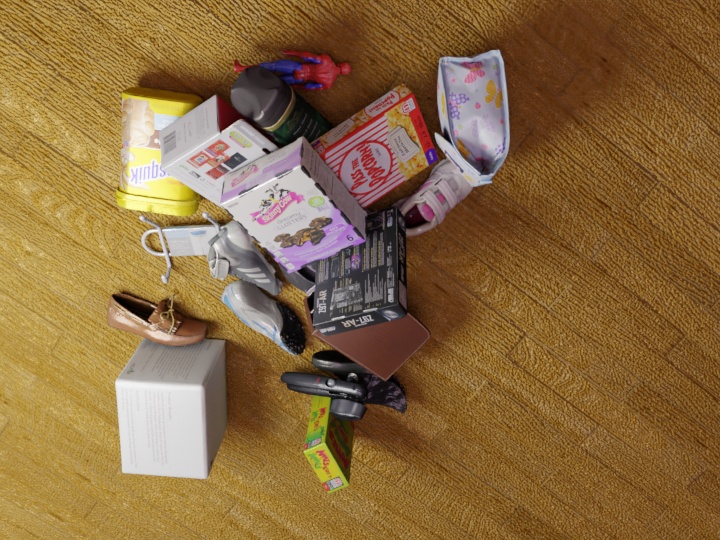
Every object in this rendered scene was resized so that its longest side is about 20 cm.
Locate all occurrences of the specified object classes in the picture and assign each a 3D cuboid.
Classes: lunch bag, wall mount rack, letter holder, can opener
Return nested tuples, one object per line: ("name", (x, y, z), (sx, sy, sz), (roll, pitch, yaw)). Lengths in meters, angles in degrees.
("lunch bag", (0.182, -0.242, 1.394), (0.124, 0.170, 0.204), (-8, 93, 5))
("wall mount rack", (-0.317, -0.056, 1.550), (0.195, 0.075, 0.176), (-3, 133, 4))
("letter holder", (0.016, 0.086, 1.565), (0.199, 0.101, 0.142), (35, 110, -32))
("can opener", (-0.071, 0.226, 1.627), (0.197, 0.079, 0.064), (13, 142, 29))

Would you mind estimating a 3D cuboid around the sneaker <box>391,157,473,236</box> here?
("sneaker", (0.134, -0.123, 1.514), (0.081, 0.089, 0.200), (43, 107, -14))

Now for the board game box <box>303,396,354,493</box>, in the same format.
("board game box", (-0.058, 0.324, 1.641), (0.047, 0.201, 0.103), (-23, 110, 11))

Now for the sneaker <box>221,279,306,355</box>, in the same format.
("sneaker", (-0.183, 0.092, 1.634), (0.200, 0.073, 0.072), (43, 141, -20))

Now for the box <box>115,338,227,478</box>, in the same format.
("box", (-0.355, 0.257, 1.629), (0.167, 0.201, 0.203), (3, 112, 3))

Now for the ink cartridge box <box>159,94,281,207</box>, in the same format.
("ink cartridge box", (-0.208, -0.196, 1.431), (0.173, 0.085, 0.199), (-25, 147, 23))

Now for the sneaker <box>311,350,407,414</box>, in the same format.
("sneaker", (-0.002, 0.221, 1.673), (0.195, 0.060, 0.106), (5, 108, -3))

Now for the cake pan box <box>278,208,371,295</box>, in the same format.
("cake pan box", (-0.061, -0.050, 1.574), (0.199, 0.052, 0.185), (-37, 104, 16))

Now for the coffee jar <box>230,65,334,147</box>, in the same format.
("coffee jar", (-0.127, -0.257, 1.408), (0.104, 0.199, 0.086), (36, 92, 30))

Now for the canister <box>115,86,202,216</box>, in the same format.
("canister", (-0.355, -0.212, 1.503), (0.145, 0.087, 0.204), (7, 111, -1))

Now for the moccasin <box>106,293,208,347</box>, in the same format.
("moccasin", (-0.390, 0.090, 1.637), (0.198, 0.074, 0.079), (19, 120, 5))

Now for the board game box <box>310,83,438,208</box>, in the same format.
("board game box", (0.022, -0.201, 1.451), (0.198, 0.046, 0.152), (-33, 135, -3))

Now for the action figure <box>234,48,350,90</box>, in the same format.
("action figure", (-0.115, -0.340, 1.452), (0.195, 0.052, 0.067), (-3, 119, -2))

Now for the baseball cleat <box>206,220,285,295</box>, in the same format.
("baseball cleat", (-0.217, -0.007, 1.552), (0.106, 0.070, 0.201), (-36, 134, -6))

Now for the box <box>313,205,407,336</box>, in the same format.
("box", (0.000, 0.000, 1.446), (0.158, 0.203, 0.044), (-16, 143, 22))

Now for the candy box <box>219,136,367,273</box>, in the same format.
("candy box", (-0.109, -0.104, 1.413), (0.165, 0.073, 0.200), (-21, 134, 25))
